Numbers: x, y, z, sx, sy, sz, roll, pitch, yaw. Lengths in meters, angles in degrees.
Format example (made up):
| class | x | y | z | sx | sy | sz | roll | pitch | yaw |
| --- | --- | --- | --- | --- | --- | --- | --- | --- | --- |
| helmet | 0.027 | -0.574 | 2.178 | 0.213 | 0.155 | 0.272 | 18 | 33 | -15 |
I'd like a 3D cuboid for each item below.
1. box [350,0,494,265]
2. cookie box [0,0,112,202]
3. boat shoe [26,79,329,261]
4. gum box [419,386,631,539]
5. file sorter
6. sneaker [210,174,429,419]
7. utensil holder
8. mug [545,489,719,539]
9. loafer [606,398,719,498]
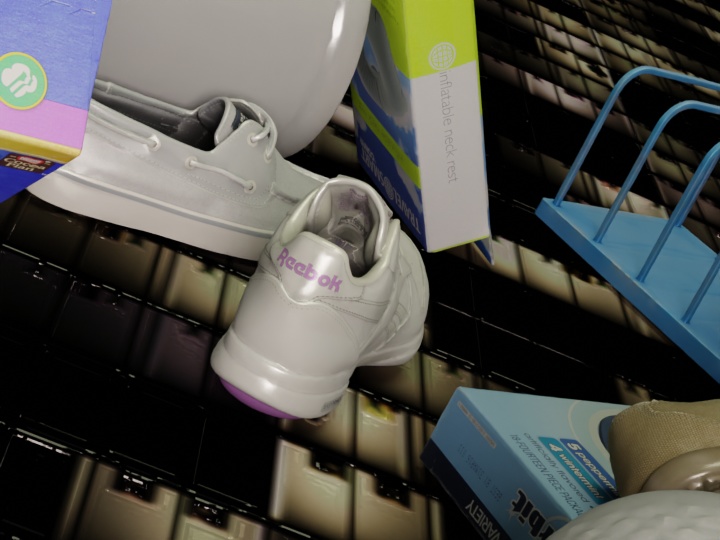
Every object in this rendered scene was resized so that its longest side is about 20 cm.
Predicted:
| class | x | y | z | sx | sy | sz | roll | pitch | yaw |
| --- | --- | --- | --- | --- | --- | --- | --- | --- | --- |
| box | 0.031 | -0.107 | 1.011 | 0.048 | 0.200 | 0.122 | -17 | 37 | -13 |
| cookie box | -0.208 | -0.072 | 0.625 | 0.171 | 0.075 | 0.200 | 14 | -17 | -28 |
| boat shoe | -0.078 | -0.057 | 0.887 | 0.200 | 0.069 | 0.072 | 15 | 24 | -25 |
| gum box | 0.150 | 0.124 | 0.763 | 0.200 | 0.045 | 0.170 | 10 | 27 | -37 |
| file sorter | 0.240 | -0.027 | 1.102 | 0.139 | 0.123 | 0.200 | 6 | 29 | -39 |
| sneaker | 0.000 | 0.000 | 0.805 | 0.075 | 0.100 | 0.200 | 26 | 20 | 7 |
| utensil holder | -0.122 | -0.159 | 0.946 | 0.200 | 0.170 | 0.170 | 8 | 28 | -32 |
| mug | 0.095 | 0.167 | 0.464 | 0.200 | 0.147 | 0.175 | 61 | 24 | -26 |
| loafer | 0.185 | 0.082 | 0.734 | 0.200 | 0.076 | 0.067 | 9 | 35 | -37 |
